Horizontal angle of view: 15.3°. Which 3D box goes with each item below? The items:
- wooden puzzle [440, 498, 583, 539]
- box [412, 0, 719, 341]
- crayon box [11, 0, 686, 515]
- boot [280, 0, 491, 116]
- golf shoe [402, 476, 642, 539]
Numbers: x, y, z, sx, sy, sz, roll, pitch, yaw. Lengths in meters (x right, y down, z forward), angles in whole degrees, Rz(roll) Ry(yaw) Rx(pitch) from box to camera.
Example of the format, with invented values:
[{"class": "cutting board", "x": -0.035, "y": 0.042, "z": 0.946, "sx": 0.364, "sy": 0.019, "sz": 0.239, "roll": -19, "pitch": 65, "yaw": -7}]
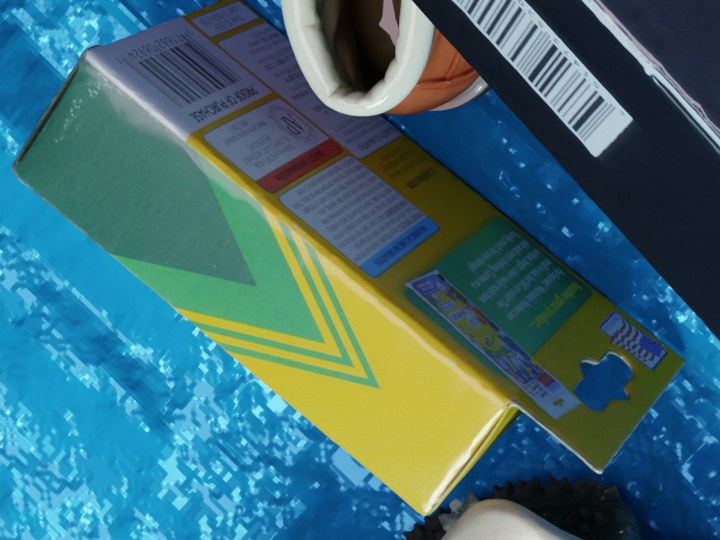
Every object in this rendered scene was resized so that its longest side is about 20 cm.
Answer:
[{"class": "wooden puzzle", "x": 0.066, "y": 0.172, "z": 0.887, "sx": 0.200, "sy": 0.037, "sz": 0.185, "roll": 28, "pitch": 114, "yaw": -26}, {"class": "box", "x": 0.120, "y": -0.120, "z": 0.741, "sx": 0.196, "sy": 0.124, "sz": 0.200, "roll": -41, "pitch": 87, "yaw": -12}, {"class": "crayon box", "x": 0.000, "y": 0.000, "z": 0.855, "sx": 0.200, "sy": 0.126, "sz": 0.052, "roll": 39, "pitch": 112, "yaw": 7}, {"class": "boot", "x": 0.017, "y": -0.144, "z": 0.826, "sx": 0.075, "sy": 0.107, "sz": 0.201, "roll": 6, "pitch": 103, "yaw": 20}, {"class": "golf shoe", "x": 0.026, "y": 0.145, "z": 0.922, "sx": 0.200, "sy": 0.077, "sz": 0.088, "roll": -37, "pitch": 116, "yaw": 20}]
